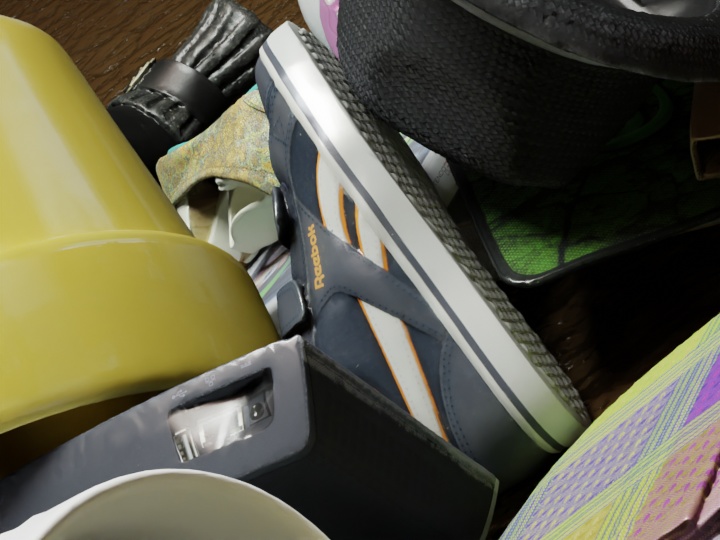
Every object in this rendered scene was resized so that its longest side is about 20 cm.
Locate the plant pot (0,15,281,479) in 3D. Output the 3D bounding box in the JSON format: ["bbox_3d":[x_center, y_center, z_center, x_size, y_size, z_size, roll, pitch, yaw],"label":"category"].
[{"bbox_3d":[-0.143,0.015,0.857,0.200,0.201,0.190,-31,64,15],"label":"plant pot"}]

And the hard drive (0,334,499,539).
[{"bbox_3d":[-0.063,0.103,0.775,0.199,0.135,0.043,-29,48,23],"label":"hard drive"}]

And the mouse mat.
[{"bbox_3d":[0.130,-0.068,0.866,0.199,0.008,0.161,-20,34,0],"label":"mouse mat"}]

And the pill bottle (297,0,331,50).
[{"bbox_3d":[0.021,-0.156,1.151,0.112,0.113,0.200,-34,10,5],"label":"pill bottle"}]

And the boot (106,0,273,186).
[{"bbox_3d":[-0.106,-0.084,1.212,0.158,0.080,0.211,-39,-4,-6],"label":"boot"}]

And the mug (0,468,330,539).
[{"bbox_3d":[-0.074,0.150,0.698,0.199,0.148,0.175,-15,-11,-43],"label":"mug"}]

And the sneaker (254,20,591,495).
[{"bbox_3d":[0.000,0.000,0.833,0.079,0.078,0.201,-38,64,13],"label":"sneaker"}]

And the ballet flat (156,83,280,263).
[{"bbox_3d":[-0.055,-0.037,1.047,0.071,0.071,0.200,-45,6,-20],"label":"ballet flat"}]

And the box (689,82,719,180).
[{"bbox_3d":[0.209,-0.112,0.857,0.162,0.021,0.201,-10,36,19],"label":"box"}]

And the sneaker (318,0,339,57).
[{"bbox_3d":[0.064,-0.164,1.012,0.200,0.088,0.081,-49,54,20],"label":"sneaker"}]

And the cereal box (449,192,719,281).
[{"bbox_3d":[0.114,-0.063,0.957,0.199,0.040,0.144,-17,29,43],"label":"cereal box"}]

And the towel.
[{"bbox_3d":[0.080,0.070,0.665,0.144,0.023,0.200,-44,3,31],"label":"towel"}]

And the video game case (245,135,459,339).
[{"bbox_3d":[0.002,-0.033,1.006,0.200,0.023,0.182,-38,14,44],"label":"video game case"}]

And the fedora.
[{"bbox_3d":[0.052,-0.095,0.834,0.201,0.199,0.092,-84,16,-62],"label":"fedora"}]
